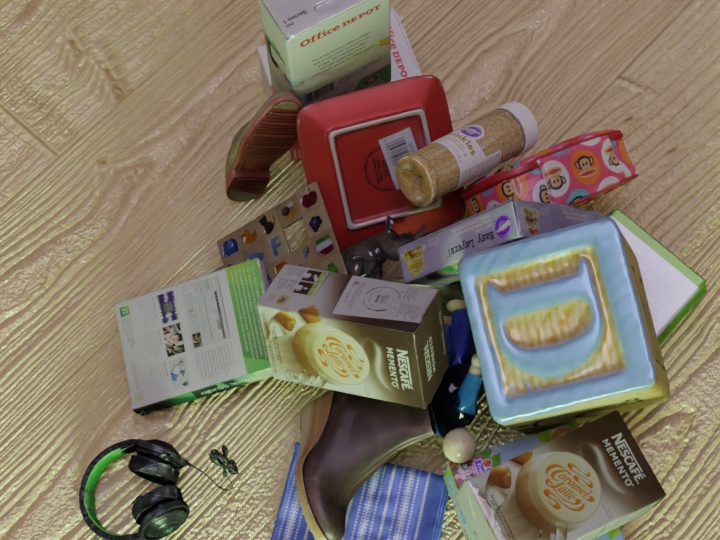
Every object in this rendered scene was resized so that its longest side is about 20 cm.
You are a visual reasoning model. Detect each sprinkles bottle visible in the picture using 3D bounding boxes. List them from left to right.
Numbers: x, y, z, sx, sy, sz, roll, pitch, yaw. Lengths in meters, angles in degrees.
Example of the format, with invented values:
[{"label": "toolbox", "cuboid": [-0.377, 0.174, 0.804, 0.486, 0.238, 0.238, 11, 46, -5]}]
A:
[{"label": "sprinkles bottle", "cuboid": [0.135, -0.146, 1.712, 0.199, 0.069, 0.068, -30, 65, -34]}]

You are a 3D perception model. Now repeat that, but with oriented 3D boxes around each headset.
[{"label": "headset", "cuboid": [-0.241, 0.251, 1.617, 0.198, 0.094, 0.125, -13, 64, 8]}]

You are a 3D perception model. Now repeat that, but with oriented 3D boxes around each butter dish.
[{"label": "butter dish", "cuboid": [0.019, -0.145, 1.784, 0.197, 0.148, 0.202, -15, 106, -7]}]

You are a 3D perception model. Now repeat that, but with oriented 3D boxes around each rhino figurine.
[{"label": "rhino figurine", "cuboid": [0.000, 0.000, 1.714, 0.199, 0.060, 0.088, -37, 35, 14]}]

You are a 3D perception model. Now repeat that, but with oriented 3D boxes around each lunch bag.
[{"label": "lunch bag", "cuboid": [0.233, -0.105, 1.740, 0.199, 0.176, 0.083, -20, 87, -25]}]

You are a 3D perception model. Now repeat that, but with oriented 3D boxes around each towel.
[{"label": "towel", "cuboid": [0.000, 0.291, 1.630, 0.198, 0.024, 0.146, 12, 64, 7]}]

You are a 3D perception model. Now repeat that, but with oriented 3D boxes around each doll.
[{"label": "doll", "cuboid": [0.114, 0.133, 1.619, 0.048, 0.137, 0.202, 17, 53, -20]}]

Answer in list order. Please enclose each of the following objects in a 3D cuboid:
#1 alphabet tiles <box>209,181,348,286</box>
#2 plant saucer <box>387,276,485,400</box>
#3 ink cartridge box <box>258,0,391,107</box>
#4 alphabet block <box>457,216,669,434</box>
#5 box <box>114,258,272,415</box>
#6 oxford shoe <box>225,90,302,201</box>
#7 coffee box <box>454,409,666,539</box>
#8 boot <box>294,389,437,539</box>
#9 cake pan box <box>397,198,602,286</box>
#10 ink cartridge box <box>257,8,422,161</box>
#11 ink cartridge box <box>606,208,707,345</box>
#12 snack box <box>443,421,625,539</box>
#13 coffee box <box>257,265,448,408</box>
[{"label": "alphabet tiles", "cuboid": [-0.109, 0.007, 1.719, 0.199, 0.008, 0.169, -30, 66, 24]}, {"label": "plant saucer", "cuboid": [0.073, 0.103, 1.716, 0.198, 0.032, 0.202, 0, 63, 1]}, {"label": "ink cartridge box", "cuboid": [-0.041, -0.291, 1.723, 0.144, 0.200, 0.084, -28, 67, -11]}, {"label": "alphabet block", "cuboid": [0.239, 0.070, 1.588, 0.193, 0.200, 0.198, -14, 76, 16]}, {"label": "box", "cuboid": [-0.199, 0.083, 1.700, 0.198, 0.036, 0.146, -17, 69, 10]}, {"label": "oxford shoe", "cuboid": [-0.134, -0.175, 1.770, 0.070, 0.200, 0.075, 5, 55, -29]}, {"label": "coffee box", "cuboid": [0.221, 0.252, 1.531, 0.198, 0.080, 0.115, -23, 70, -16]}, {"label": "boot", "cuboid": [0.009, 0.212, 1.599, 0.165, 0.072, 0.201, -20, 51, 18]}, {"label": "cake pan box", "cuboid": [0.174, -0.029, 1.653, 0.183, 0.199, 0.053, -20, 74, 38]}, {"label": "ink cartridge box", "cuboid": [-0.024, -0.254, 1.863, 0.198, 0.085, 0.146, -17, 65, -6]}, {"label": "ink cartridge box", "cuboid": [0.313, 0.048, 1.716, 0.148, 0.076, 0.200, 42, 93, 19]}, {"label": "snack box", "cuboid": [0.208, 0.298, 1.591, 0.167, 0.068, 0.202, -15, 68, -10]}, {"label": "coffee box", "cuboid": [-0.007, 0.074, 1.579, 0.198, 0.115, 0.080, 8, 40, 24]}]
